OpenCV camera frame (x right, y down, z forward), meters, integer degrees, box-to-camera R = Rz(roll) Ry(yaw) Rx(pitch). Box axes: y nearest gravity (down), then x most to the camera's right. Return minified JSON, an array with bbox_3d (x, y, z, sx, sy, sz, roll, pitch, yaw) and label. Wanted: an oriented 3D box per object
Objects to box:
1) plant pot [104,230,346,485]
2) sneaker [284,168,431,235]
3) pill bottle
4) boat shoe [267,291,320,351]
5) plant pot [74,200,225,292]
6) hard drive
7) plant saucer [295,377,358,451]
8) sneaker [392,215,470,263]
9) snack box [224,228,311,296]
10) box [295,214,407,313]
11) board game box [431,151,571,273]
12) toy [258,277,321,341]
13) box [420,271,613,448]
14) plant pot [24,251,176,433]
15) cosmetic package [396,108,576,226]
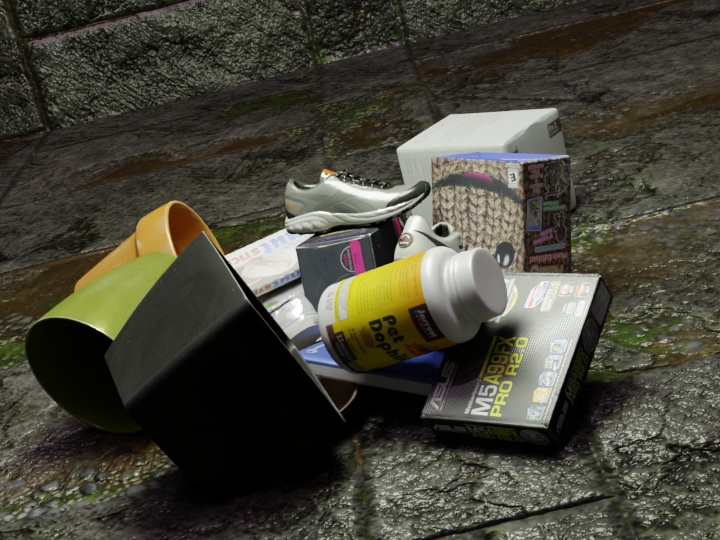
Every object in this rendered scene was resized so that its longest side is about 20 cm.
[{"bbox_3d":[-0.163,0.114,1.493,0.177,0.200,0.200,-38,32,-3],"label":"plant pot"},{"bbox_3d":[-0.008,-0.096,1.746,0.200,0.080,0.074,-8,8,15],"label":"sneaker"},{"bbox_3d":[0.059,0.041,1.506,0.200,0.109,0.109,-20,14,31],"label":"pill bottle"},{"bbox_3d":[-0.142,0.097,1.701,0.200,0.069,0.072,-36,-27,14],"label":"boat shoe"},{"bbox_3d":[-0.298,0.030,1.935,0.183,0.200,0.200,-26,17,13],"label":"plant pot"},{"bbox_3d":[0.036,0.110,1.624,0.200,0.025,0.132,7,15,30],"label":"hard drive"},{"bbox_3d":[-0.096,0.172,1.606,0.200,0.037,0.200,-13,19,5],"label":"plant saucer"},{"bbox_3d":[0.110,-0.008,1.640,0.074,0.089,0.200,3,-16,32],"label":"sneaker"},{"bbox_3d":[-0.112,-0.017,1.897,0.200,0.024,0.072,-25,59,-13],"label":"snack box"},{"bbox_3d":[0.000,0.000,1.784,0.106,0.123,0.200,-9,10,16],"label":"box"},{"bbox_3d":[0.181,-0.048,1.749,0.097,0.201,0.159,-11,12,-42],"label":"board game box"},{"bbox_3d":[-0.112,0.075,1.851,0.115,0.047,0.200,-22,33,1],"label":"toy"},{"bbox_3d":[0.173,0.094,1.489,0.160,0.044,0.200,2,55,36],"label":"box"},{"bbox_3d":[-0.293,0.072,1.729,0.187,0.187,0.200,-2,35,31],"label":"plant pot"},{"bbox_3d":[0.194,-0.143,2.073,0.200,0.165,0.165,2,26,39],"label":"cosmetic package"}]
